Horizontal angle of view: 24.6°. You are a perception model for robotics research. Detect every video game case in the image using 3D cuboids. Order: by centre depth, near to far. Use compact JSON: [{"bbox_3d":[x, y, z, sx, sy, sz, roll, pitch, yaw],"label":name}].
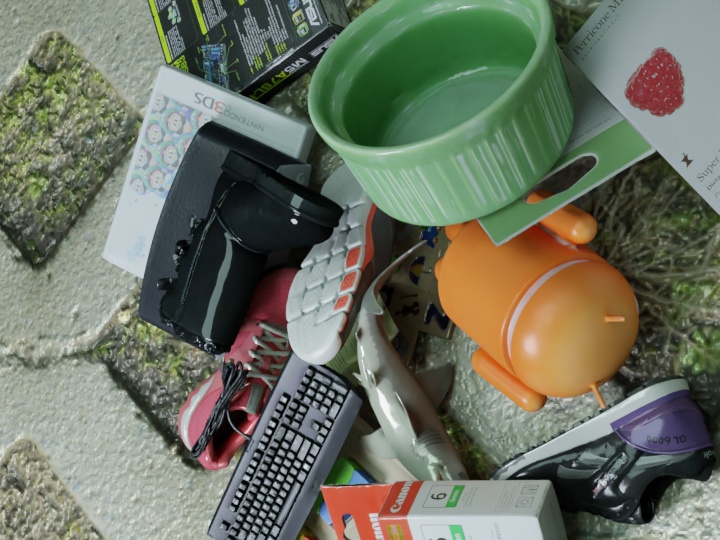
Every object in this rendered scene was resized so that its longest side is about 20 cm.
[{"bbox_3d":[-0.147,-0.072,1.565,0.181,0.024,0.202,25,103,27],"label":"video game case"}]

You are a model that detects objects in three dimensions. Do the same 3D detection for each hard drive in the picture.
[{"bbox_3d":[-0.131,-0.024,1.518,0.134,0.042,0.202,25,102,26],"label":"hard drive"}]

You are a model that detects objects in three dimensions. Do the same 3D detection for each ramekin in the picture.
[{"bbox_3d":[0.068,-0.129,1.267,0.198,0.098,0.201,-18,42,17],"label":"ramekin"}]

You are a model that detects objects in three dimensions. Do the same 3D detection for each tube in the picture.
[{"bbox_3d":[-0.035,0.107,1.456,0.058,0.052,0.201,41,107,15],"label":"tube"}]

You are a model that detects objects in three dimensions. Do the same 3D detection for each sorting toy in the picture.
[{"bbox_3d":[-0.010,0.247,1.417,0.185,0.036,0.201,39,105,36],"label":"sorting toy"}]

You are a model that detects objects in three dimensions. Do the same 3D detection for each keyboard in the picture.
[{"bbox_3d":[-0.086,0.152,1.406,0.126,0.021,0.201,30,114,11],"label":"keyboard"}]

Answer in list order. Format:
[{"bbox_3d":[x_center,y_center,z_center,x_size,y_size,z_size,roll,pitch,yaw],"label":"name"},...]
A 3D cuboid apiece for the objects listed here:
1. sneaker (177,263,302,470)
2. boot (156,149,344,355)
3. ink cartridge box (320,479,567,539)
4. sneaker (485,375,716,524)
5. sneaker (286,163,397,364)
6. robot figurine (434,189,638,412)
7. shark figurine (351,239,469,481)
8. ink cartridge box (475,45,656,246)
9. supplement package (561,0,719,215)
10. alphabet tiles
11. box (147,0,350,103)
[{"bbox_3d":[-0.090,0.092,1.461,0.201,0.073,0.087,-61,22,11],"label":"sneaker"},{"bbox_3d":[-0.099,-0.006,1.397,0.198,0.073,0.164,30,97,59],"label":"boot"},{"bbox_3d":[0.063,0.223,1.300,0.198,0.050,0.110,-4,119,24],"label":"ink cartridge box"},{"bbox_3d":[0.180,0.165,1.271,0.199,0.075,0.088,-34,68,27],"label":"sneaker"},{"bbox_3d":[0.000,0.000,1.400,0.077,0.082,0.201,-11,50,38],"label":"sneaker"},{"bbox_3d":[0.138,0.025,1.293,0.144,0.117,0.200,-47,43,-1],"label":"robot figurine"},{"bbox_3d":[0.042,0.081,1.367,0.128,0.089,0.216,6,119,58],"label":"shark figurine"},{"bbox_3d":[0.133,-0.095,1.304,0.145,0.048,0.200,-31,42,-1],"label":"ink cartridge box"},{"bbox_3d":[0.271,-0.134,1.232,0.121,0.119,0.200,-50,56,18],"label":"supplement package"},{"bbox_3d":[0.016,-0.012,1.472,0.199,0.006,0.168,17,91,38],"label":"alphabet tiles"},{"bbox_3d":[-0.116,-0.261,1.601,0.193,0.047,0.201,-34,63,30],"label":"box"}]
